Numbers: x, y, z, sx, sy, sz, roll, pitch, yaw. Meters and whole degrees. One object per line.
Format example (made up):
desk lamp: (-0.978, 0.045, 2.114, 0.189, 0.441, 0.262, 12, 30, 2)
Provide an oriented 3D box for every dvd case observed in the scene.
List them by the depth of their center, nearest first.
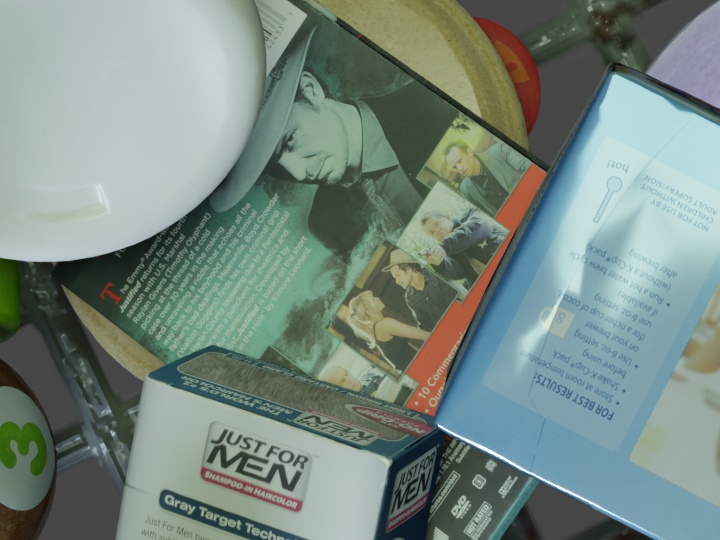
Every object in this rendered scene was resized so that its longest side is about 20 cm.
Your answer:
dvd case: (0.000, 0.000, 1.107, 0.200, 0.022, 0.146, 35, 97, 15)

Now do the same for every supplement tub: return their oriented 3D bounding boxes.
supplement tub: (-0.122, -0.113, 1.095, 0.144, 0.145, 0.200, -25, 39, 1)

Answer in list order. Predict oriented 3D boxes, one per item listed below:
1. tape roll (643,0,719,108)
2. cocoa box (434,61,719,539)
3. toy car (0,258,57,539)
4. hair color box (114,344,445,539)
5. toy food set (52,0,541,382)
tape roll: (0.189, -0.010, 1.124, 0.199, 0.085, 0.201, -2, 77, 7)
cocoa box: (0.141, 0.032, 0.996, 0.200, 0.131, 0.134, 27, 96, 2)
toy car: (-0.182, 0.054, 1.019, 0.157, 0.200, 0.165, -2, 74, -6)
hair color box: (-0.040, 0.138, 1.085, 0.100, 0.061, 0.201, 17, 107, 19)
toy food set: (-0.025, -0.035, 1.173, 0.200, 0.049, 0.198, 38, 85, 13)
